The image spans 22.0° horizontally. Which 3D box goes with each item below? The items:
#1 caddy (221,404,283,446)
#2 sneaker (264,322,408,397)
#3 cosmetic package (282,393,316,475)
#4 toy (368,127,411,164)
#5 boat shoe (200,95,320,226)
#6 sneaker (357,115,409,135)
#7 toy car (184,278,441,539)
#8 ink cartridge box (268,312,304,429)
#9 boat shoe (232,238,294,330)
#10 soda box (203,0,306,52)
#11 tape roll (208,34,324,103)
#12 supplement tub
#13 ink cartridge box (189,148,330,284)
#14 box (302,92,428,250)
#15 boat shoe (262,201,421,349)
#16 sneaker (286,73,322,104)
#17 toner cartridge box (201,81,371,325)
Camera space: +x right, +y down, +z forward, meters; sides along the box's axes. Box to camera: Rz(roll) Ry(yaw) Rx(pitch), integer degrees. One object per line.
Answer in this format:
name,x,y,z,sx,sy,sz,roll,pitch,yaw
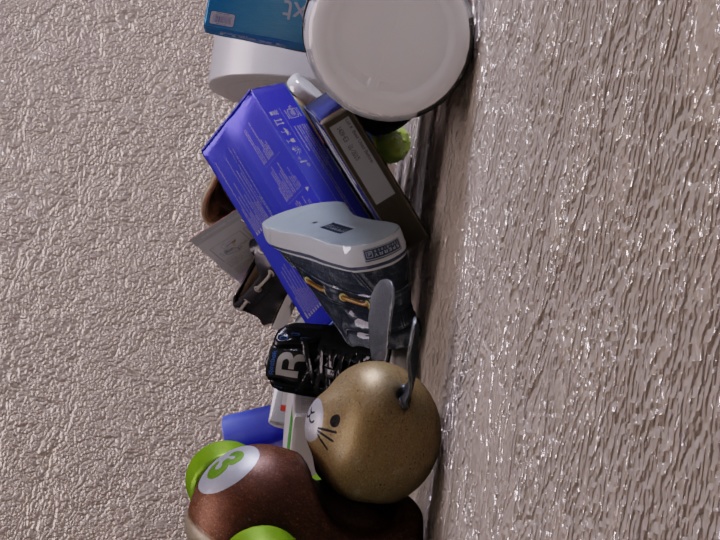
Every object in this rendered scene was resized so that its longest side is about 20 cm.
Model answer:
caddy,-0.069,0.217,1.851,0.200,0.104,0.142,71,-171,-47
sneaker,-0.021,0.086,1.460,0.200,0.111,0.073,-111,26,-84
cosmetic package,-0.023,0.147,1.577,0.200,0.084,0.108,-108,23,-78
toy,0.020,-0.136,1.705,0.200,0.047,0.116,12,-118,-86
boat shoe,-0.096,-0.096,1.728,0.065,0.072,0.200,-43,1,-33
sneaker,0.041,-0.212,1.551,0.090,0.070,0.201,-70,-7,-82
toy car,-0.013,0.108,1.183,0.164,0.157,0.201,-128,57,-67
ink cartridge box,-0.033,0.053,1.774,0.162,0.050,0.201,16,-102,-73
boat shoe,-0.073,-0.015,1.687,0.200,0.060,0.074,114,175,-58
soda box,-0.035,-0.223,1.623,0.068,0.199,0.065,-154,74,-85
tape roll,-0.052,-0.244,1.923,0.203,0.202,0.140,131,147,-83
supplement tub,0.017,-0.179,1.384,0.200,0.122,0.123,-110,28,-80
ink cartridge box,-0.070,-0.057,1.749,0.047,0.160,0.200,59,-174,23
box,0.001,-0.086,1.517,0.121,0.032,0.200,58,179,-12
boat shoe,-0.018,0.004,1.449,0.200,0.071,0.091,24,130,65
sneaker,-0.055,-0.118,1.774,0.099,0.071,0.200,-43,-18,0
toner cartridge box,-0.051,-0.051,1.573,0.095,0.043,0.201,-45,71,44
